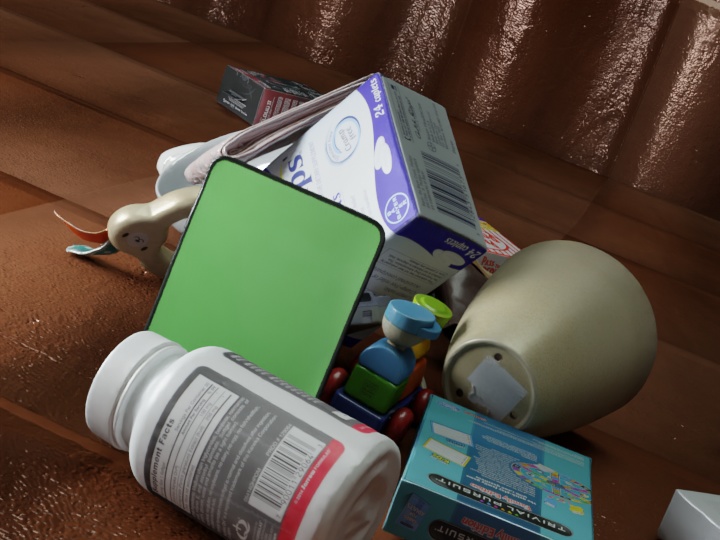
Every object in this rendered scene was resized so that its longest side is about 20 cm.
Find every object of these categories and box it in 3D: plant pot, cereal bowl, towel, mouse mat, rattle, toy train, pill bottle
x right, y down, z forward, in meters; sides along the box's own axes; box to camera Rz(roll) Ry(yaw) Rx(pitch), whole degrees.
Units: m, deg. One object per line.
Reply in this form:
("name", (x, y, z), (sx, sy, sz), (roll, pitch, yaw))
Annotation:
("plant pot", (0.161, 0.082, 1.186), (0.187, 0.188, 0.200), (26, 23, 21))
("cereal bowl", (-0.134, -0.090, 1.477), (0.200, 0.083, 0.200), (-12, 31, 7))
("towel", (-0.088, -0.147, 1.365), (0.191, 0.032, 0.200), (-26, 4, -18))
("mouse mat", (-0.084, 0.026, 0.996), (0.161, 0.200, 0.008), (24, 6, 16))
("rattle", (-0.191, -0.001, 1.229), (0.200, 0.130, 0.143), (0, 66, -22))
("toy train", (0.046, 0.072, 1.149), (0.085, 0.116, 0.200), (30, 17, 13))
("pill bottle", (-0.083, 0.118, 0.843), (0.200, 0.111, 0.111), (27, 16, 22))

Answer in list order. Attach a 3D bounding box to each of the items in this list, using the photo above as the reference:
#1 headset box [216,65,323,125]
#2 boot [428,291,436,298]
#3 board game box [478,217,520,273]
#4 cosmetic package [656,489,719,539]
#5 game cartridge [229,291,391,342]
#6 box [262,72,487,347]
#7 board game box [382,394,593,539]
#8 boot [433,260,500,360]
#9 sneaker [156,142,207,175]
("headset box", (-0.157, -0.308, 2.309), (0.200, 0.075, 0.149), (8, 19, -39))
("boot", (0.000, 0.000, 1.427), (0.168, 0.077, 0.200), (21, 8, 17))
("board game box", (0.144, -0.039, 1.809), (0.151, 0.046, 0.200), (13, 17, -26))
("cosmetic package", (0.366, 0.259, 1.043), (0.151, 0.052, 0.200), (10, 18, -28))
("game cartridge", (-0.073, 0.050, 1.114), (0.130, 0.038, 0.200), (-22, -11, 33))
("box", (0.003, -0.057, 1.253), (0.105, 0.200, 0.184), (21, 43, -40))
("board game box", (0.107, 0.177, 1.006), (0.151, 0.047, 0.200), (21, 15, 4))
("boot", (0.147, 0.067, 1.418), (0.200, 0.072, 0.167), (43, 28, -30))
("sneaker", (-0.165, -0.106, 1.591), (0.200, 0.075, 0.100), (21, 14, 3))
